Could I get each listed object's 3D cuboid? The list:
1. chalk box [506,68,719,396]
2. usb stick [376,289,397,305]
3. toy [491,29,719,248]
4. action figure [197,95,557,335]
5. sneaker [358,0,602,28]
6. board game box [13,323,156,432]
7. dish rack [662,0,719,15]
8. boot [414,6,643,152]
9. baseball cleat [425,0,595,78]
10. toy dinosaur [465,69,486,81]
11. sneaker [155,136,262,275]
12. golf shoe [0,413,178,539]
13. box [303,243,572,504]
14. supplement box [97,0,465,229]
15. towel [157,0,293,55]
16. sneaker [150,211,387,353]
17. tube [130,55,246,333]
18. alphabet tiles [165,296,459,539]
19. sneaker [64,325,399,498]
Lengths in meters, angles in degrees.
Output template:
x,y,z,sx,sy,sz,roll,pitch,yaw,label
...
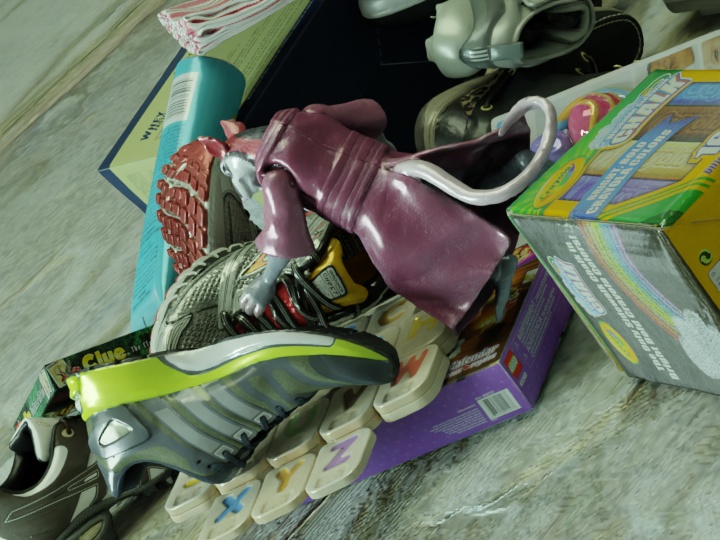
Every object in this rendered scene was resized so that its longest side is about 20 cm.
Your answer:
x,y,z,sx,sy,sz,roll,pitch,yaw,label
0.174,-0.022,1.294,0.124,0.125,0.200,-43,21,-15,chalk box
0.000,0.000,1.592,0.199,0.056,0.033,-27,31,-20,usb stick
0.150,-0.071,1.479,0.199,0.047,0.116,-18,66,35,toy
-0.001,-0.044,1.397,0.149,0.199,0.134,97,-165,-64,action figure
0.100,-0.188,1.814,0.199,0.112,0.073,-25,22,-20,sneaker
-0.177,0.077,1.694,0.104,0.024,0.200,-23,-8,-19,board game box
0.300,-0.234,1.688,0.172,0.044,0.200,-46,20,-25,dish rack
0.150,-0.115,1.633,0.200,0.074,0.150,-28,22,-32,boot
0.114,-0.180,1.662,0.106,0.070,0.200,2,33,21,baseball cleat
0.110,-0.219,1.892,0.047,0.201,0.088,19,22,24,toy dinosaur
-0.077,-0.005,1.608,0.082,0.201,0.078,-26,41,-16,sneaker
-0.175,0.117,1.643,0.078,0.095,0.200,-15,27,50,golf shoe
0.031,0.062,1.483,0.199,0.039,0.137,-25,22,32,box
-0.056,-0.117,1.868,0.199,0.134,0.200,-9,44,54,supplement box
-0.074,-0.210,1.786,0.146,0.030,0.200,-31,14,-4,towel
-0.042,0.007,1.500,0.200,0.078,0.082,-38,15,-12,sneaker
-0.124,-0.049,1.690,0.077,0.050,0.201,125,160,-64,tube
-0.028,0.083,1.458,0.200,0.015,0.196,-28,21,28,alphabet tiles
-0.069,0.079,1.423,0.199,0.081,0.074,-12,-3,20,sneaker
